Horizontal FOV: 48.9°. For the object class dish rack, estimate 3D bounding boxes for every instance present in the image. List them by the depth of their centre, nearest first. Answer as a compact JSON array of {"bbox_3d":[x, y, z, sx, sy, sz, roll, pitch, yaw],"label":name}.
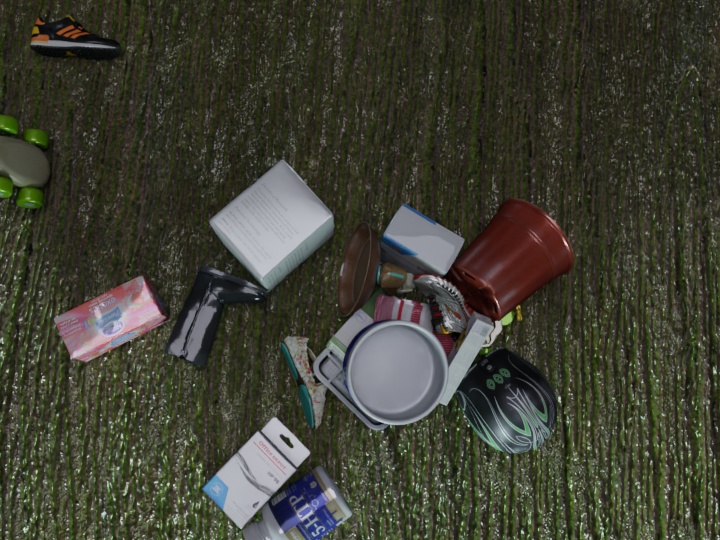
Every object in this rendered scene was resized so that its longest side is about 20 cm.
[{"bbox_3d":[0.013,0.220,1.652,0.200,0.044,0.172,43,61,5],"label":"dish rack"}]

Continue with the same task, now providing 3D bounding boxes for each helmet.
[{"bbox_3d":[0.305,0.273,1.608,0.200,0.200,0.191,-37,66,-8],"label":"helmet"}]

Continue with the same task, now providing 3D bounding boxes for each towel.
[{"bbox_3d":[0.120,0.134,1.629,0.199,0.023,0.145,11,71,-13],"label":"towel"}]

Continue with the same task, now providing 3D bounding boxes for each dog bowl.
[{"bbox_3d":[0.066,0.196,1.548,0.199,0.079,0.201,0,89,-11],"label":"dog bowl"}]

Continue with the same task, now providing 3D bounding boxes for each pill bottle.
[{"bbox_3d":[-0.127,0.494,1.577,0.200,0.120,0.120,-35,83,-8],"label":"pill bottle"}]

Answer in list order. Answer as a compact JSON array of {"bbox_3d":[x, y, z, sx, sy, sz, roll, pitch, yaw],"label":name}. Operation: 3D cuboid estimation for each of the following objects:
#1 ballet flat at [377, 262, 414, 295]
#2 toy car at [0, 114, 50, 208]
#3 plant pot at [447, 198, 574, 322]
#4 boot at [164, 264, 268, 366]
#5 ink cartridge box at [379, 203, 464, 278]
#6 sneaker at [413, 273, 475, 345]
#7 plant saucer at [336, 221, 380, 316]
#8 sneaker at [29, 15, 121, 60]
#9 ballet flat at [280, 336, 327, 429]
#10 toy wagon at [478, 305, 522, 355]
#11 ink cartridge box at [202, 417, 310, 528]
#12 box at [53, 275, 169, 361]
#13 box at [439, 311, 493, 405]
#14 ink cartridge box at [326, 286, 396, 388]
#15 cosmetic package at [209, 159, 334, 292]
[{"bbox_3d":[0.077,0.019,1.626,0.072,0.200,0.068,8,83,6],"label":"ballet flat"},{"bbox_3d":[-0.786,-0.218,1.693,0.199,0.158,0.165,-7,75,26],"label":"toy car"},{"bbox_3d":[0.297,-0.009,1.627,0.195,0.201,0.201,-41,84,-18],"label":"plant pot"},{"bbox_3d":[-0.303,0.107,1.665,0.164,0.066,0.201,19,76,10],"label":"boot"},{"bbox_3d":[0.118,-0.042,1.641,0.146,0.200,0.086,31,79,3],"label":"ink cartridge box"},{"bbox_3d":[0.174,0.084,1.595,0.200,0.078,0.082,48,71,-15],"label":"sneaker"},{"bbox_3d":[0.000,0.000,1.637,0.037,0.200,0.201,14,79,-17],"label":"plant saucer"},{"bbox_3d":[-0.633,-0.526,1.763,0.199,0.070,0.090,3,83,0],"label":"sneaker"},{"bbox_3d":[-0.106,0.227,1.652,0.064,0.076,0.201,-17,84,-21],"label":"ballet flat"},{"bbox_3d":[0.247,0.106,1.702,0.199,0.040,0.156,-7,80,-4],"label":"toy wagon"},{"bbox_3d":[-0.210,0.408,1.615,0.116,0.067,0.200,43,81,6],"label":"ink cartridge box"},{"bbox_3d":[-0.511,0.101,1.640,0.199,0.103,0.095,-27,82,-8],"label":"box"},{"bbox_3d":[0.199,0.176,1.582,0.041,0.039,0.200,23,110,-10],"label":"box"},{"bbox_3d":[0.045,0.133,1.652,0.145,0.048,0.200,41,63,4],"label":"ink cartridge box"},{"bbox_3d":[-0.179,-0.089,1.656,0.200,0.165,0.165,-42,84,-9],"label":"cosmetic package"}]
